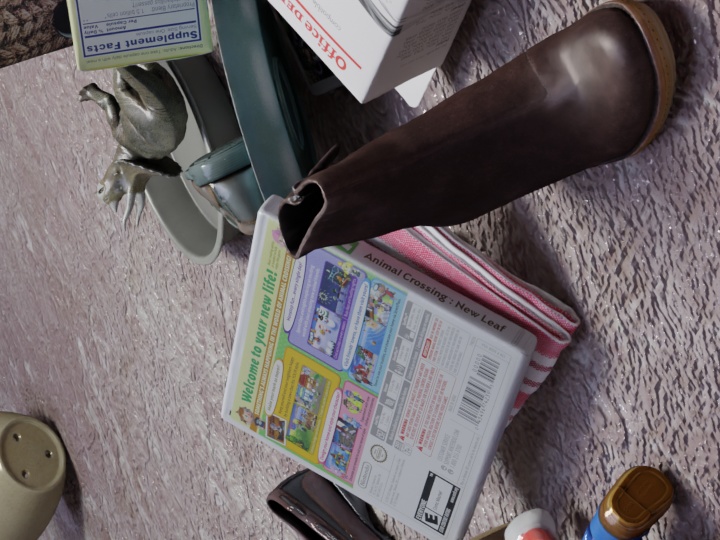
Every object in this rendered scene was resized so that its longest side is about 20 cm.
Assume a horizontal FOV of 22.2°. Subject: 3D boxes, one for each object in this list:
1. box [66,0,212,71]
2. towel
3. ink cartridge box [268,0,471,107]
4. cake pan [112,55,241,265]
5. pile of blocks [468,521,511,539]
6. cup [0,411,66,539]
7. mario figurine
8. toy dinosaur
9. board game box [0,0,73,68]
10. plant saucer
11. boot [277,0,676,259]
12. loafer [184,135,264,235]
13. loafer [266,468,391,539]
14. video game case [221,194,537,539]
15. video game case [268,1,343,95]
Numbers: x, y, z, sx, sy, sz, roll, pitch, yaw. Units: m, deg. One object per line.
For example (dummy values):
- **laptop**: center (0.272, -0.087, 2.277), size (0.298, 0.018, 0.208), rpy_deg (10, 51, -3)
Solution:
- **box**: center (-0.169, -0.272, 1.274), size (0.176, 0.096, 0.202), rpy_deg (-111, 15, -54)
- **towel**: center (0.036, 0.047, 1.128), size (0.146, 0.030, 0.200), rpy_deg (37, 138, 5)
- **ink cartridge box**: center (0.004, -0.178, 1.015), size (0.116, 0.068, 0.201), rpy_deg (49, 145, 18)
- **cake pan**: center (-0.144, -0.105, 1.495), size (0.200, 0.036, 0.202), rpy_deg (48, 149, 41)
- **pile of blocks**: center (0.049, 0.218, 1.162), size (0.082, 0.199, 0.063), rpy_deg (-29, 82, 40)
- **cup**: center (-0.455, 0.259, 2.340), size (0.143, 0.199, 0.202), rpy_deg (-34, 77, 39)
- **mario figurine**: center (0.146, 0.190, 1.087), size (0.200, 0.105, 0.124), rpy_deg (123, 159, -51)
- **toy dinosaur**: center (-0.162, -0.125, 1.404), size (0.103, 0.077, 0.200), rpy_deg (52, 149, 9)
- **board game box**: center (-0.264, -0.249, 1.432), size (0.097, 0.199, 0.161), rpy_deg (10, 119, 62)
- **plant saucer**: center (-0.058, -0.108, 1.219), size (0.200, 0.027, 0.202), rpy_deg (-16, -90, -84)
- **boot**: center (0.055, -0.061, 0.925), size (0.073, 0.165, 0.200), rpy_deg (65, 157, 7)
- **loafer**: center (-0.084, -0.060, 1.300), size (0.063, 0.071, 0.200), rpy_deg (64, -177, -6)
- **loafer**: center (-0.004, 0.233, 1.437), size (0.200, 0.063, 0.072), rpy_deg (50, 151, 37)
- **video game case**: center (0.004, 0.067, 1.131), size (0.181, 0.022, 0.201), rpy_deg (28, 138, 13)
- **video game case**: center (-0.031, -0.216, 1.146), size (0.201, 0.023, 0.182), rpy_deg (64, 157, -7)
